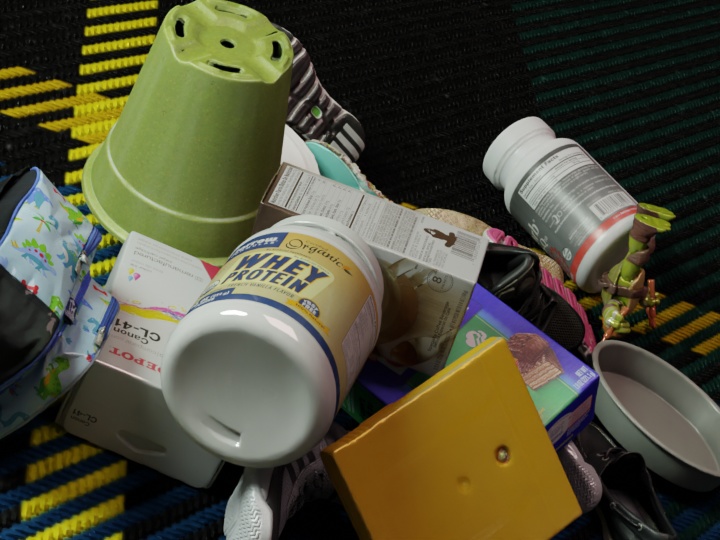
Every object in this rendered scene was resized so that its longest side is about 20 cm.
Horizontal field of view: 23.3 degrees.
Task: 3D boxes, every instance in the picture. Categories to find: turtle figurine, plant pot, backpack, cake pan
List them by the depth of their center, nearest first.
[{"bbox_3d":[-0.286,0.032,1.396,0.147,0.182,0.201,44,29,-20],"label":"backpack"},{"bbox_3d":[-0.141,-0.138,1.605,0.198,0.191,0.201,13,39,-11],"label":"plant pot"},{"bbox_3d":[0.312,0.153,1.803,0.199,0.037,0.201,30,24,-15],"label":"cake pan"},{"bbox_3d":[0.299,0.009,1.926,0.064,0.163,0.200,23,20,22],"label":"turtle figurine"}]

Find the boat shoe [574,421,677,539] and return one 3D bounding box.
[{"bbox_3d":[0.252,0.206,1.680,0.074,0.066,0.200,14,35,-22],"label":"boat shoe"}]

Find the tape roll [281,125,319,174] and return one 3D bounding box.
[{"bbox_3d":[-0.142,-0.102,1.791,0.200,0.071,0.203,21,32,-14],"label":"tape roll"}]

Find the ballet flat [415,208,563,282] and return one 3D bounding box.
[{"bbox_3d":[0.135,-0.009,1.885,0.198,0.071,0.066,19,31,-15],"label":"ballet flat"}]

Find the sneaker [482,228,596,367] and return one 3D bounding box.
[{"bbox_3d":[0.171,0.044,1.842,0.200,0.087,0.074,43,24,-24],"label":"sneaker"}]

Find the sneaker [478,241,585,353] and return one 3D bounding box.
[{"bbox_3d":[0.160,0.032,1.723,0.199,0.077,0.114,36,-10,-25],"label":"sneaker"}]

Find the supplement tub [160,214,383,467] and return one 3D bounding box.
[{"bbox_3d":[-0.064,0.051,1.415,0.143,0.145,0.200,30,31,1],"label":"supplement tub"}]

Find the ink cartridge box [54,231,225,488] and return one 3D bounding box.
[{"bbox_3d":[-0.165,0.074,1.515,0.146,0.086,0.201,24,31,-11],"label":"ink cartridge box"}]

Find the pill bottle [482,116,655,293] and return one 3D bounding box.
[{"bbox_3d":[0.239,-0.080,2.022,0.115,0.116,0.200,-8,47,-44],"label":"pill bottle"}]

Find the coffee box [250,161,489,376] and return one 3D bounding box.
[{"bbox_3d":[0.000,0.000,1.541,0.198,0.115,0.080,20,35,2],"label":"coffee box"}]

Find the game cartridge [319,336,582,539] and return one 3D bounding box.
[{"bbox_3d":[0.079,0.180,1.470,0.199,0.032,0.178,-30,101,-28],"label":"game cartridge"}]

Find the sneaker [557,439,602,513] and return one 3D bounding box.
[{"bbox_3d":[0.183,0.147,1.697,0.113,0.076,0.200,-14,49,-44],"label":"sneaker"}]

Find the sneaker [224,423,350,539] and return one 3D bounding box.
[{"bbox_3d":[-0.046,0.179,1.456,0.113,0.076,0.201,20,31,-10],"label":"sneaker"}]

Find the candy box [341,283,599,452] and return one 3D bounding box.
[{"bbox_3d":[0.092,0.106,1.610,0.199,0.077,0.169,37,58,27],"label":"candy box"}]

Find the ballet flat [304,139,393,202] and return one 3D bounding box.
[{"bbox_3d":[0.002,-0.058,1.863,0.200,0.076,0.064,48,9,18],"label":"ballet flat"}]

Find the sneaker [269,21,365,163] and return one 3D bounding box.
[{"bbox_3d":[-0.088,-0.191,1.912,0.115,0.076,0.200,16,-30,55],"label":"sneaker"}]
